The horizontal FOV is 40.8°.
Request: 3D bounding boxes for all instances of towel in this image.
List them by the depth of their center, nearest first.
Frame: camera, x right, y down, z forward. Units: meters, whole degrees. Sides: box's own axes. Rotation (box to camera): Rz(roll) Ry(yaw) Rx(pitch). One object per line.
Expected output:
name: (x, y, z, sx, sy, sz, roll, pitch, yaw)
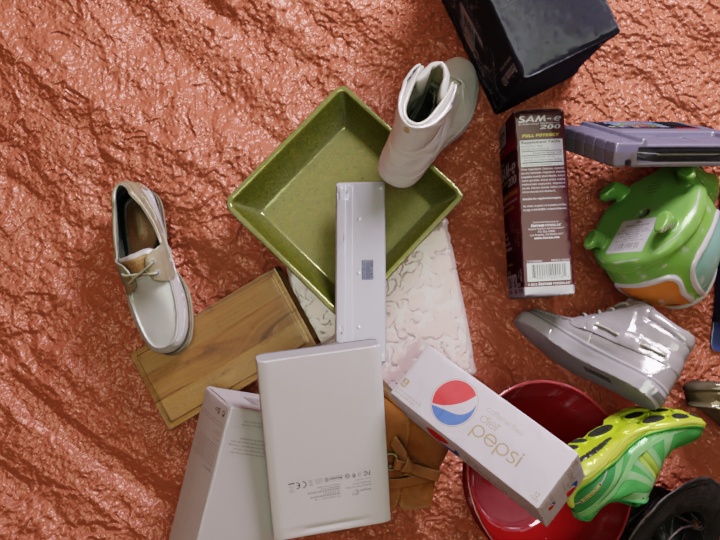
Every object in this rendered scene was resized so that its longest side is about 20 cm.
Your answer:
towel: (0.024, 0.050, 1.129, 0.196, 0.032, 0.195, -12, 89, -1)

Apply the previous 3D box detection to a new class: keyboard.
keyboard: (0.000, 0.000, 1.054, 0.055, 0.011, 0.204, 0, 75, -2)

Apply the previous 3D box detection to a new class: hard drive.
hard drive: (-0.037, 0.180, 1.023, 0.129, 0.026, 0.204, -7, 105, -10)

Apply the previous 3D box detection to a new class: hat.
hat: (0.326, 0.307, 1.092, 0.198, 0.081, 0.204, -16, 118, -31)

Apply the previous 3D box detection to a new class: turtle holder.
turtle holder: (0.343, -0.042, 1.101, 0.140, 0.187, 0.132, -28, 117, 29)

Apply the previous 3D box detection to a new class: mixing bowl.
mixing bowl: (0.190, 0.232, 1.074, 0.196, 0.108, 0.204, 5, 73, -15)

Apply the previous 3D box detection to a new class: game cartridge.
game cartridge: (0.333, -0.142, 1.075, 0.196, 0.130, 0.039, -3, 112, -18)

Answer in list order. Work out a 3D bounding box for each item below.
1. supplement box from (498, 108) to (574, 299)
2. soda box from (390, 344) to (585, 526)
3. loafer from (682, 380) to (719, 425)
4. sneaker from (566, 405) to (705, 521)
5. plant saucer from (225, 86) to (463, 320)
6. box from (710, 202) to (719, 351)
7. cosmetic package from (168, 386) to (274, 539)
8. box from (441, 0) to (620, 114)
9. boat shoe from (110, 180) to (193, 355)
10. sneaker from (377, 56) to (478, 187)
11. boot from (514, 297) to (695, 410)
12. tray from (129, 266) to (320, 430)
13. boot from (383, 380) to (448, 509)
supplement box: (0.198, -0.072, 1.100, 0.060, 0.109, 0.205, -3, 87, -1)
soda box: (0.126, 0.163, 0.975, 0.199, 0.064, 0.068, 35, 77, 34)
loafer: (0.460, 0.183, 1.112, 0.197, 0.076, 0.069, 22, 81, 0)
sneaker: (0.285, 0.201, 1.027, 0.197, 0.074, 0.085, -19, 105, -26)
plant saucer: (-0.018, -0.074, 1.104, 0.199, 0.048, 0.200, 43, 80, 13)
box: (0.482, -0.001, 1.143, 0.118, 0.032, 0.205, 4, 88, -1)
cosmetic package: (-0.136, 0.242, 1.065, 0.106, 0.084, 0.204, 15, 93, -31)
box: (0.170, -0.302, 1.064, 0.116, 0.197, 0.203, -26, 89, -2)
boat shoe: (-0.243, -0.003, 1.086, 0.074, 0.068, 0.203, -21, 75, 7)
sneaker: (0.091, -0.193, 1.065, 0.073, 0.116, 0.201, 27, 56, 6)
boot: (0.274, 0.071, 1.086, 0.198, 0.074, 0.096, 30, 75, 36)
tray: (-0.155, 0.089, 1.106, 0.198, 0.037, 0.100, -30, 88, 6)
boot: (0.007, 0.187, 1.081, 0.196, 0.074, 0.158, 9, 101, -5)
